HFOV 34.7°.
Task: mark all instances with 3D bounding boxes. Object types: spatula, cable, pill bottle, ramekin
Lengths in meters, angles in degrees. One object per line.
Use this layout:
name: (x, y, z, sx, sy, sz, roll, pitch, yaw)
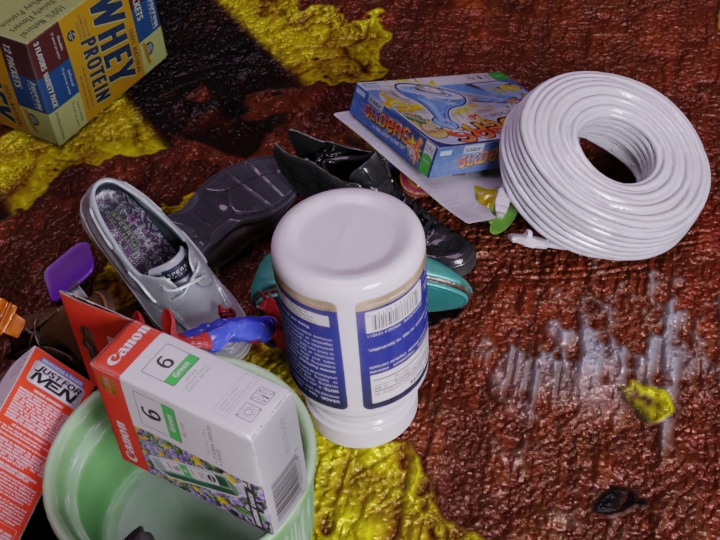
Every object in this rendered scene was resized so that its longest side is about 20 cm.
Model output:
spatula: (-0.244, 0.044, 1.054, 0.057, 0.021, 0.200, -40, 54, 4)
cable: (0.227, -0.102, 1.077, 0.200, 0.069, 0.200, 12, 56, -9)
pill bottle: (-0.004, 0.043, 0.907, 0.116, 0.200, 0.116, -2, 44, 2)
ramekin: (-0.127, 0.169, 0.866, 0.200, 0.098, 0.200, -3, 45, 3)

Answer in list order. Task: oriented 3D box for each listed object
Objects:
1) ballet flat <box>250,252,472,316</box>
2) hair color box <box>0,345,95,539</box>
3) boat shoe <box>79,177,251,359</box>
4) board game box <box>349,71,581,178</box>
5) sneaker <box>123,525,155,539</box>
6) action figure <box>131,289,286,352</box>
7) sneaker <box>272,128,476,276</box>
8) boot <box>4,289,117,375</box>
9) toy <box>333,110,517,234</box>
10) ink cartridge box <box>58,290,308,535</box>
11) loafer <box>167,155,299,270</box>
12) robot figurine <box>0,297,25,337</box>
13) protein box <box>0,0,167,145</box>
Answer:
ballet flat: (0.000, 0.000, 1.039, 0.200, 0.067, 0.070, -3, 59, 5)
hair color box: (-0.287, 0.166, 0.872, 0.064, 0.111, 0.200, 38, 43, -19)
boat shoe: (-0.169, 0.002, 0.995, 0.070, 0.072, 0.201, -43, 91, -17)
board game box: (0.108, -0.150, 1.157, 0.200, 0.034, 0.135, -12, 41, -37)
sneaker: (-0.138, 0.237, 0.738, 0.088, 0.200, 0.074, 27, 45, 4)
action figure: (-0.092, 0.047, 0.964, 0.065, 0.200, 0.052, -13, 77, 43)
sneaker: (0.014, -0.063, 1.078, 0.200, 0.104, 0.060, 20, 50, 24)
boot: (-0.243, 0.058, 0.938, 0.075, 0.074, 0.200, -7, -1, -28)
toy: (0.072, -0.096, 1.137, 0.115, 0.047, 0.200, -15, 43, -41)
ink cartridge box: (-0.135, 0.096, 0.792, 0.200, 0.109, 0.050, 21, 50, 24)
loafer: (-0.136, -0.043, 1.108, 0.072, 0.063, 0.200, 41, 56, 17)
robot figurine: (-0.358, 0.072, 0.957, 0.200, 0.058, 0.145, -6, 56, 51)
protein box: (-0.366, -0.273, 1.307, 0.200, 0.135, 0.199, 20, 50, 25)
